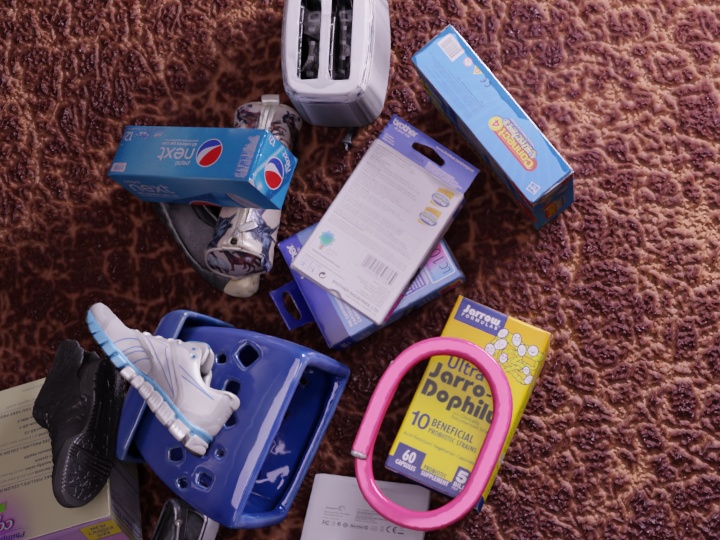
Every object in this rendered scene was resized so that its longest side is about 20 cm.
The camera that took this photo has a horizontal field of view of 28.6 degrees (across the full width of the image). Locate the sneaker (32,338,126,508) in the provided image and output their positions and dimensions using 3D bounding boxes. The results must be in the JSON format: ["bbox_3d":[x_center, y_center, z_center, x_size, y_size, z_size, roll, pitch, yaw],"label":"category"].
[{"bbox_3d":[-0.303,0.159,1.483,0.104,0.060,0.200,-15,51,38],"label":"sneaker"}]

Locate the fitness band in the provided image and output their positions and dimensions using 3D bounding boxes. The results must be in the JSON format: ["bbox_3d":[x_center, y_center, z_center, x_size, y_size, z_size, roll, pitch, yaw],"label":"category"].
[{"bbox_3d":[0.074,0.166,1.443,0.143,0.037,0.201,22,83,10],"label":"fitness band"}]

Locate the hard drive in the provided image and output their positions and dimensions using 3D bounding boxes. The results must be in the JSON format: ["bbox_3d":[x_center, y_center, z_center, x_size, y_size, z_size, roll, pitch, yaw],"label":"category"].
[{"bbox_3d":[-0.003,0.315,1.513,0.131,0.026,0.200,6,51,9],"label":"hard drive"}]

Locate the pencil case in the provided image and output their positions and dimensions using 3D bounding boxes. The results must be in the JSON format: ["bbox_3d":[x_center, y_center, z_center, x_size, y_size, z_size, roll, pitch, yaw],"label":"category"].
[{"bbox_3d":[-0.119,-0.094,1.580,0.078,0.089,0.201,13,71,-8],"label":"pencil case"}]

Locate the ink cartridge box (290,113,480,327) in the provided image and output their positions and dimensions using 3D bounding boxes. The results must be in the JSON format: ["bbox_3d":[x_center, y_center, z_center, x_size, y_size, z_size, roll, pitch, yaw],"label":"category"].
[{"bbox_3d":[0.029,-0.053,1.522,0.119,0.042,0.200,34,91,11],"label":"ink cartridge box"}]

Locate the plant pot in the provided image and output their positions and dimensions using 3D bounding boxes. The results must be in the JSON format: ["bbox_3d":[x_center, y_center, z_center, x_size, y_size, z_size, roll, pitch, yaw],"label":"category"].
[{"bbox_3d":[-0.145,0.152,1.525,0.179,0.200,0.201,23,88,16],"label":"plant pot"}]

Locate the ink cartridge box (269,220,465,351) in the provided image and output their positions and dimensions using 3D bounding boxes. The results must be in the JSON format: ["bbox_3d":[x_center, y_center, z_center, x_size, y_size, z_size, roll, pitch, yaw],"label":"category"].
[{"bbox_3d":[0.000,0.000,1.579,0.200,0.076,0.137,-29,80,6],"label":"ink cartridge box"}]

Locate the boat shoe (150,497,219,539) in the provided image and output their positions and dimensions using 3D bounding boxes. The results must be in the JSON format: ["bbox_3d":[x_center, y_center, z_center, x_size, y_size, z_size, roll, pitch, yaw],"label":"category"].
[{"bbox_3d":[-0.220,0.337,1.548,0.074,0.068,0.200,45,116,44],"label":"boat shoe"}]

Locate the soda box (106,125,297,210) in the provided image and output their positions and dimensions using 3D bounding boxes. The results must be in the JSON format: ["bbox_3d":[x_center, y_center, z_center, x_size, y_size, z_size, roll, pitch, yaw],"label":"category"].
[{"bbox_3d":[-0.171,-0.111,1.523,0.199,0.068,0.064,6,68,33],"label":"soda box"}]

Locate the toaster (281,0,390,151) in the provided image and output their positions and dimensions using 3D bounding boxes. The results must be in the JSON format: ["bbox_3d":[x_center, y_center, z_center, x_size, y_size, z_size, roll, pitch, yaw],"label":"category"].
[{"bbox_3d":[-0.030,-0.244,1.582,0.113,0.129,0.201,3,84,10],"label":"toaster"}]

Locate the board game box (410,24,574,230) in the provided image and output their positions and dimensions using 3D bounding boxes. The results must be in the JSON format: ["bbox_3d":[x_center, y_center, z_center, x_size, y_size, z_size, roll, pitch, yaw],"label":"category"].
[{"bbox_3d":[0.145,-0.147,1.511,0.056,0.196,0.200,-39,79,3],"label":"board game box"}]

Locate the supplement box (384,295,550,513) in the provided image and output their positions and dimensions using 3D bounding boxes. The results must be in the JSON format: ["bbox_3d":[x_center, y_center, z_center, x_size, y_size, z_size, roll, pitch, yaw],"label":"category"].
[{"bbox_3d":[0.117,0.145,1.516,0.109,0.110,0.201,22,81,10],"label":"supplement box"}]

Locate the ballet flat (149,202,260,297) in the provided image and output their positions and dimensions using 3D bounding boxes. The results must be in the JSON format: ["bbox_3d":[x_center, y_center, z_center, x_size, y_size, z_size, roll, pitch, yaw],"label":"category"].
[{"bbox_3d":[-0.189,-0.046,1.620,0.066,0.057,0.200,-42,80,3],"label":"ballet flat"}]

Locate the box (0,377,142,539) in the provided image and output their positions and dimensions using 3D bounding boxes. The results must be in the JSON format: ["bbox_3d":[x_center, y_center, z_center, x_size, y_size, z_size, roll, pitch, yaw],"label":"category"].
[{"bbox_3d":[-0.342,0.226,1.552,0.175,0.097,0.200,-17,52,6],"label":"box"}]

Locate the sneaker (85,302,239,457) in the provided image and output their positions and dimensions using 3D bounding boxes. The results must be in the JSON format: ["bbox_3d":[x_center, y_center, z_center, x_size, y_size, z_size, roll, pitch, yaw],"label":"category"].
[{"bbox_3d":[-0.197,0.093,1.427,0.087,0.075,0.200,-43,69,-7],"label":"sneaker"}]
